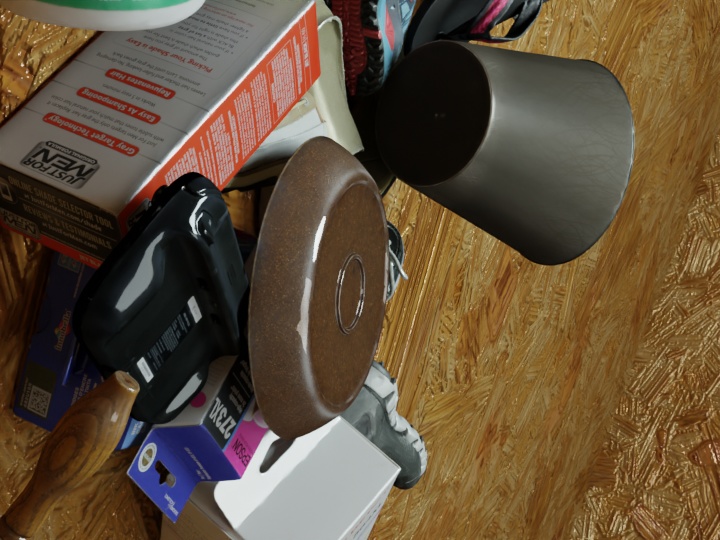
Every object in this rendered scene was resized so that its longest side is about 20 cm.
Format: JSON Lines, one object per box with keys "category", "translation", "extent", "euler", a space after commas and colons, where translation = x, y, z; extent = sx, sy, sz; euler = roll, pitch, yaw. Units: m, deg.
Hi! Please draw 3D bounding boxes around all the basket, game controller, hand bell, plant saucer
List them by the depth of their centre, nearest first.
{"category": "hand bell", "translation": [-0.180, 0.133, 0.675], "extent": [0.201, 0.104, 0.104], "euler": [-51, 161, 12]}
{"category": "game controller", "translation": [-0.105, 0.023, 0.701], "extent": [0.104, 0.042, 0.200], "euler": [-43, 162, -15]}
{"category": "plant saucer", "translation": [-0.020, 0.013, 0.836], "extent": [0.200, 0.034, 0.203], "euler": [6, 90, -70]}
{"category": "basket", "translation": [0.115, -0.105, 1.024], "extent": [0.199, 0.135, 0.183], "euler": [9, 93, -50]}

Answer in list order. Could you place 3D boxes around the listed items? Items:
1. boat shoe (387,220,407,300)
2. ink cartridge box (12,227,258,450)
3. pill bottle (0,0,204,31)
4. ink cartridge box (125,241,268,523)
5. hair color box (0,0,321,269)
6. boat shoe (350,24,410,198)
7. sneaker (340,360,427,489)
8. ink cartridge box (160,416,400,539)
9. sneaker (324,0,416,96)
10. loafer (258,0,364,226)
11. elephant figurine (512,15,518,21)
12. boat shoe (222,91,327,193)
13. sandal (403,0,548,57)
{"category": "boat shoe", "translation": [-0.002, -0.002, 1.007], "extent": [0.068, 0.074, 0.199], "euler": [-39, 179, 34]}
{"category": "ink cartridge box", "translation": [-0.141, 0.037, 0.815], "extent": [0.199, 0.076, 0.138], "euler": [1, 107, -65]}
{"category": "pill bottle", "translation": [-0.121, -0.225, 0.588], "extent": [0.113, 0.112, 0.202], "euler": [-38, 141, -52]}
{"category": "ink cartridge box", "translation": [-0.080, 0.069, 0.841], "extent": [0.201, 0.037, 0.095], "euler": [-60, 155, -21]}
{"category": "hair color box", "translation": [-0.115, -0.093, 0.729], "extent": [0.201, 0.101, 0.062], "euler": [-53, 154, -34]}
{"category": "boat shoe", "translation": [0.020, -0.126, 1.070], "extent": [0.202, 0.071, 0.066], "euler": [-64, -177, -32]}
{"category": "sneaker", "translation": [0.002, 0.150, 1.062], "extent": [0.091, 0.066, 0.201], "euler": [-55, 151, -21]}
{"category": "ink cartridge box", "translation": [-0.065, 0.183, 0.959], "extent": [0.129, 0.125, 0.201], "euler": [-45, 166, -30]}
{"category": "sneaker", "translation": [0.009, -0.237, 0.950], "extent": [0.201, 0.079, 0.096], "euler": [101, 16, -45]}
{"category": "loafer", "translation": [-0.032, -0.107, 0.953], "extent": [0.076, 0.068, 0.202], "euler": [-42, 145, -49]}
{"category": "elephant figurine", "translation": [0.126, -0.286, 1.091], "extent": [0.200, 0.153, 0.143], "euler": [74, -1, -65]}
{"category": "boat shoe", "translation": [-0.097, -0.084, 0.832], "extent": [0.199, 0.074, 0.069], "euler": [-17, 97, -54]}
{"category": "sandal", "translation": [0.123, -0.219, 1.013], "extent": [0.198, 0.045, 0.075], "euler": [-29, 150, -10]}
